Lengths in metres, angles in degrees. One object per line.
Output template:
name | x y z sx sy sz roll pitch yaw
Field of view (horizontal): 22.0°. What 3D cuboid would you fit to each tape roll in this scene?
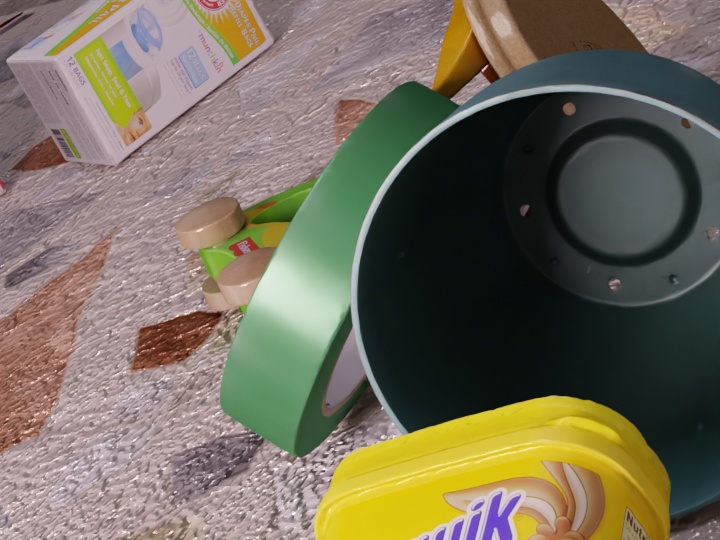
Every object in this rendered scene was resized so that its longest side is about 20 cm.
tape roll | 0.000 0.000 0.965 0.201 0.048 0.201 -57 -12 -18

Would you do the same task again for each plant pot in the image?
plant pot | 0.110 -0.009 0.844 0.200 0.201 0.161 -20 15 21

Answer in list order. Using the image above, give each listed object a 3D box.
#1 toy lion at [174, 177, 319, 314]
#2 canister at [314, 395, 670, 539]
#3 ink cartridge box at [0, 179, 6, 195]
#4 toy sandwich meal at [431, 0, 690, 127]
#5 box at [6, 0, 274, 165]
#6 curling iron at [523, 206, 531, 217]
toy lion | -0.004 -0.022 1.163 0.191 0.069 0.200 -26 22 -9
canister | 0.035 0.156 0.695 0.148 0.087 0.201 -19 34 30
ink cartridge box | -0.431 -0.121 1.730 0.083 0.146 0.200 -41 26 -18
toy sandwich meal | 0.110 -0.101 1.049 0.070 0.205 0.206 -40 17 28
box | -0.194 -0.196 1.652 0.200 0.113 0.101 -40 26 -26
curling iron | 0.112 -0.059 1.115 0.026 0.050 0.200 -42 2 42
